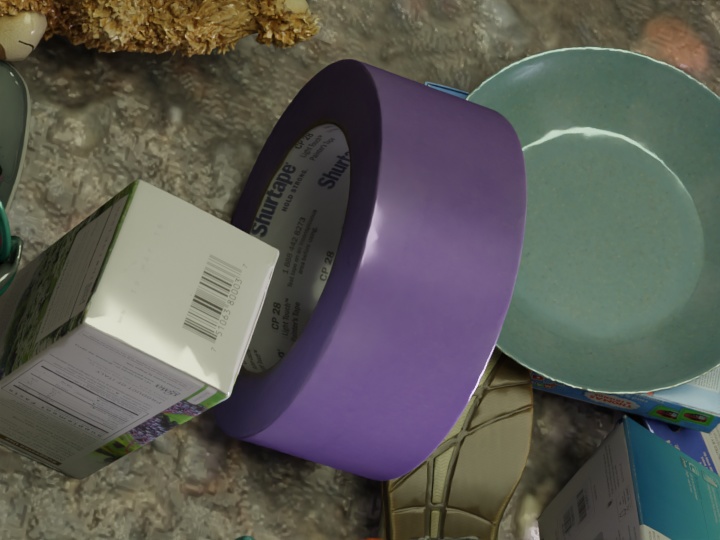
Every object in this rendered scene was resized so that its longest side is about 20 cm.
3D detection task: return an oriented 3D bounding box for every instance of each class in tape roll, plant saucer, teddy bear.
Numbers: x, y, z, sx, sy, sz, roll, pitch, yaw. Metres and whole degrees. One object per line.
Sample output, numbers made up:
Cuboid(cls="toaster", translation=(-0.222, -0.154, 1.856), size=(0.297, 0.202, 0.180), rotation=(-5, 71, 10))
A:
Cuboid(cls="tape roll", translation=(0.000, 0.000, 1.466), size=(0.085, 0.200, 0.201), rotation=(17, 68, -21))
Cuboid(cls="plant saucer", translation=(0.130, -0.023, 1.560), size=(0.200, 0.039, 0.202), rotation=(3, 68, -9))
Cuboid(cls="teddy bear", translation=(-0.119, -0.135, 1.489), size=(0.199, 0.145, 0.067), rotation=(0, 108, -26))

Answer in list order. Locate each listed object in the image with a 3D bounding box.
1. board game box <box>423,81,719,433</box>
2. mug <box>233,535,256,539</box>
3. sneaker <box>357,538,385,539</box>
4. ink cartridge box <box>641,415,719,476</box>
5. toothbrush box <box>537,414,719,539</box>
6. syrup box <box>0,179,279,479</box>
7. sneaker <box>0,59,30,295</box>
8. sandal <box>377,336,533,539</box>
Cuboid(cls="board game box", translation=(0.114, -0.008, 1.592), size=(0.199, 0.037, 0.152), rotation=(15, 68, -6))
Cuboid(cls="mug", translation=(-0.124, 0.214, 1.387), size=(0.184, 0.114, 0.153), rotation=(-2, 75, -29))
Cuboid(cls="sneaker", translation=(-0.006, 0.231, 1.418), size=(0.078, 0.075, 0.201), rotation=(12, 62, -53))
Cuboid(cls="ink cartridge box", translation=(0.227, 0.052, 1.661), size=(0.199, 0.042, 0.120), rotation=(-19, 84, -33))
Cuboid(cls="toothbrush box", translation=(0.200, 0.190, 1.539), size=(0.199, 0.085, 0.147), rotation=(31, 23, -16))
Cuboid(cls="syrup box", translation=(-0.122, 0.033, 1.392), size=(0.081, 0.200, 0.079), rotation=(27, 65, -16))
Cuboid(cls="sneaker", translation=(-0.203, -0.037, 1.418), size=(0.083, 0.121, 0.201), rotation=(30, 63, -17))
Cuboid(cls="sandal", translation=(0.044, 0.132, 1.537), size=(0.080, 0.054, 0.201), rotation=(5, 88, -11))
